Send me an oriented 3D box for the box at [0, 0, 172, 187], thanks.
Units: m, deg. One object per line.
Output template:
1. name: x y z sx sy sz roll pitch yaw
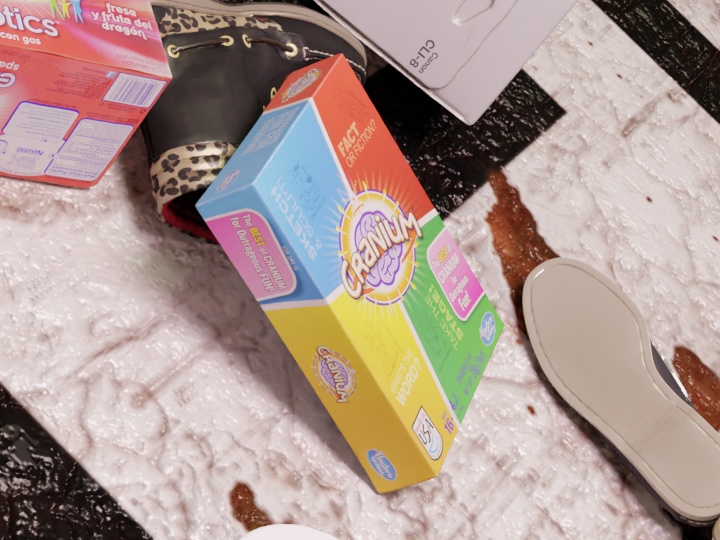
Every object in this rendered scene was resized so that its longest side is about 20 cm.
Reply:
1. box: -0.216 -0.121 1.062 0.200 0.103 0.095 8 48 -35

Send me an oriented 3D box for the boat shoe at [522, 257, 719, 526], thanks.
1. boat shoe: 0.168 0.080 1.254 0.200 0.073 0.063 54 -4 24

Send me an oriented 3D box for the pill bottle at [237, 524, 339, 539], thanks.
1. pill bottle: -0.068 0.191 0.804 0.119 0.200 0.120 24 40 -22

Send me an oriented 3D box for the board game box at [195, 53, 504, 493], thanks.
1. board game box: 0.000 0.000 1.117 0.200 0.040 0.153 58 33 -21

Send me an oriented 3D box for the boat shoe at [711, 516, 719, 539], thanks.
1. boat shoe: 0.280 0.178 1.226 0.200 0.068 0.075 -1 42 -41

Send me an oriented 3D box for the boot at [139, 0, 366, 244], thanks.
1. boot: -0.064 -0.089 1.188 0.200 0.073 0.151 11 51 -43

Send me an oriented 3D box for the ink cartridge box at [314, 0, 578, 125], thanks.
1. ink cartridge box: 0.071 -0.216 1.327 0.145 0.145 0.200 38 19 -7
